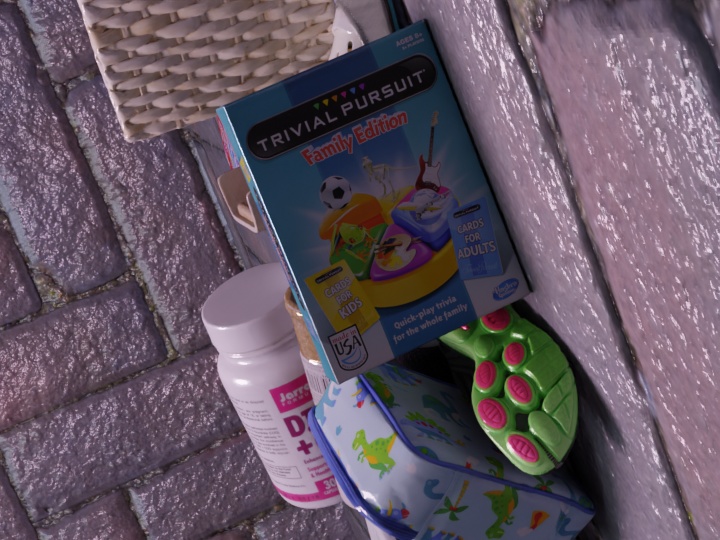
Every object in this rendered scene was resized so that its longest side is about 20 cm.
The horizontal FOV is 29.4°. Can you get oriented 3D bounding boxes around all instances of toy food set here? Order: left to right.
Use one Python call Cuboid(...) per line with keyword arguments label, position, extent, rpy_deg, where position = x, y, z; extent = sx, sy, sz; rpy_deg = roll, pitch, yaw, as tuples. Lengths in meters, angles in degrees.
Cuboid(label="toy food set", position=(-0.044, -0.091, 1.164), extent=(0.200, 0.142, 0.061), rpy_deg=(-152, 40, -76))

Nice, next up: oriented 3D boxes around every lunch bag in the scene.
Cuboid(label="lunch bag", position=(0.065, 0.141, 1.013), extent=(0.198, 0.083, 0.161), rpy_deg=(21, -161, -34))

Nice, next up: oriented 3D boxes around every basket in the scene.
Cuboid(label="basket", position=(-0.121, -0.234, 1.030), extent=(0.199, 0.198, 0.162), rpy_deg=(79, 171, -49))

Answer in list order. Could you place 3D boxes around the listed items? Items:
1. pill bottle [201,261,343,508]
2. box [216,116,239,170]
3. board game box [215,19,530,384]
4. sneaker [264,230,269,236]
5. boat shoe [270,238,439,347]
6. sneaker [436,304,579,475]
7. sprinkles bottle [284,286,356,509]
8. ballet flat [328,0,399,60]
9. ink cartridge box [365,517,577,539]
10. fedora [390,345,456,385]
Cuboid(label="pill bottle", position=(-0.059, 0.101, 1.218), extent=(0.202, 0.112, 0.113), rpy_deg=(66, 172, -28))
Cuboid(label="box", position=(-0.098, -0.151, 1.489), extent=(0.201, 0.094, 0.100), rpy_deg=(86, 160, -64))
Cuboid(label="board game box", position=(0.009, -0.046, 0.937), extent=(0.202, 0.150, 0.047), rpy_deg=(67, 170, -8))
Cuboid(label="sneaker", position=(-0.048, -0.100, 1.424), extent=(0.200, 0.078, 0.076), rpy_deg=(-38, 70, 60))
Cuboid(label="boat shoe", position=(0.000, 0.000, 1.112), extent=(0.068, 0.073, 0.200), rpy_deg=(19, -166, -46))
Cuboid(label="sneaker", position=(0.109, 0.079, 0.970), extent=(0.084, 0.076, 0.201), rpy_deg=(59, -176, -32))
Cuboid(label="sprinkles bottle", position=(-0.005, 0.096, 1.090), extent=(0.068, 0.068, 0.202), rpy_deg=(-128, 20, -57))
Cuboid(label="ballet flat", position=(0.010, -0.132, 0.995), extent=(0.067, 0.063, 0.202), rpy_deg=(-144, 32, -72))
Cuboid(label="ink cartridge box", position=(0.103, 0.249, 1.155), extent=(0.201, 0.144, 0.083), rpy_deg=(-124, 14, -46))
Cuboid(label="fedora", position=(0.042, 0.076, 1.182), extent=(0.202, 0.091, 0.201), rpy_deg=(59, 175, 8))
